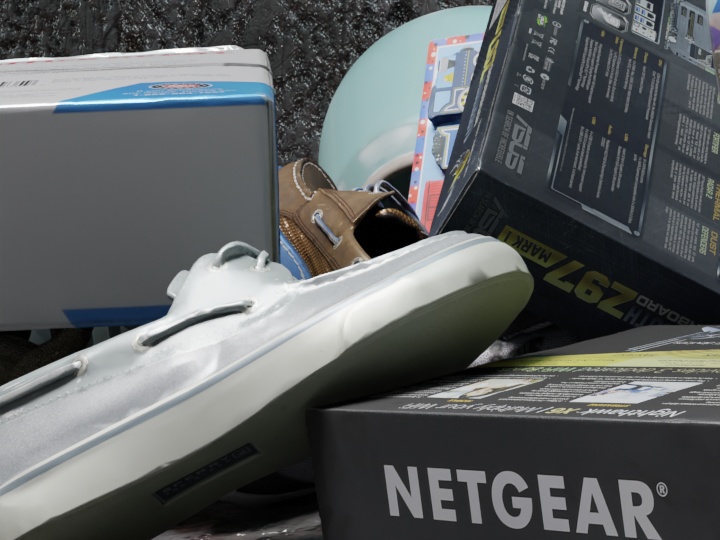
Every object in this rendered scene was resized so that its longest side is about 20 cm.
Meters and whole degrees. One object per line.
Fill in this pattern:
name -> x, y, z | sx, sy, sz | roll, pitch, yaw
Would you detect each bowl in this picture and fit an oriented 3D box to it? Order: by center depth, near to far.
bowl -> 0.059, -0.027, 1.149 | 0.200, 0.202, 0.105 | -6, 23, 19

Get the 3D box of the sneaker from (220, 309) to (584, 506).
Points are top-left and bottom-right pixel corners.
sneaker -> 0.024, 0.041, 0.823 | 0.113, 0.076, 0.200 | -4, 5, 34

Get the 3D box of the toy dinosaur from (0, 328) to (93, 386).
toy dinosaur -> -0.138, 0.053, 0.899 | 0.199, 0.103, 0.077 | 4, 12, 26

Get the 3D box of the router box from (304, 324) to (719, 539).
router box -> 0.105, 0.053, 0.648 | 0.157, 0.053, 0.199 | -11, 5, -38

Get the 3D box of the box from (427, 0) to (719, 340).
box -> 0.117, -0.043, 0.856 | 0.157, 0.051, 0.200 | 26, 38, -7

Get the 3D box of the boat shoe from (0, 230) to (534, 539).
boat shoe -> -0.044, 0.027, 0.707 | 0.200, 0.072, 0.070 | -27, -25, -2

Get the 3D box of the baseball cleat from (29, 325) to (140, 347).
baseball cleat -> -0.108, 0.013, 0.976 | 0.199, 0.107, 0.070 | 13, 5, 33

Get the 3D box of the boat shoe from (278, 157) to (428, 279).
boat shoe -> 0.000, 0.000, 1.014 | 0.072, 0.072, 0.200 | -36, 33, 11

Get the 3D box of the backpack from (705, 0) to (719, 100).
backpack -> 0.214, -0.040, 0.743 | 0.150, 0.201, 0.177 | -9, 7, 44

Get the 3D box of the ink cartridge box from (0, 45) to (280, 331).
ink cartridge box -> -0.104, -0.036, 0.858 | 0.144, 0.084, 0.200 | -3, 10, -2

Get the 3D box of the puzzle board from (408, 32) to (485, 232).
puzzle board -> 0.088, -0.032, 1.025 | 0.150, 0.201, 0.017 | -6, -27, 28
